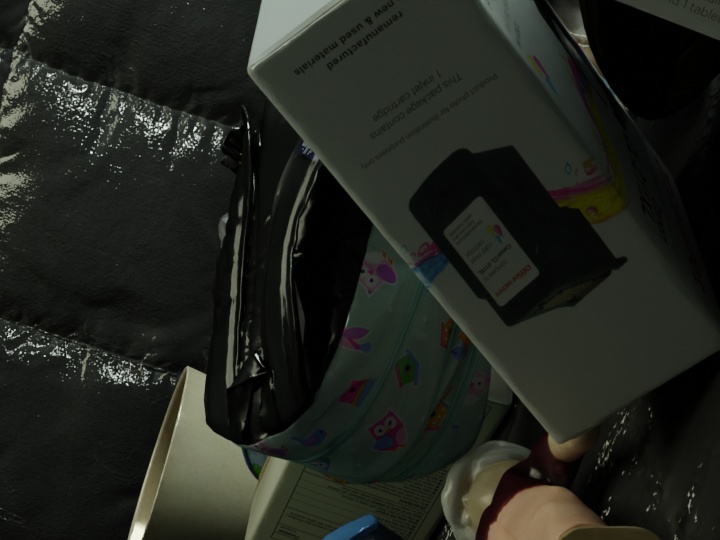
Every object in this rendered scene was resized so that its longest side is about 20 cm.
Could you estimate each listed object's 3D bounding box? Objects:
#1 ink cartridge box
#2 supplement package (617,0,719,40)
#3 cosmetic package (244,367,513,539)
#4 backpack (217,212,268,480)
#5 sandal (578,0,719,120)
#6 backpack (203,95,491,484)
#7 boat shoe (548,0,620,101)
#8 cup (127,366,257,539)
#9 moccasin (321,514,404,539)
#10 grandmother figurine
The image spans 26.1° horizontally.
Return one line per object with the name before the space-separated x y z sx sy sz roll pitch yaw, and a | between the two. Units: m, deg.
ink cartridge box | 0.052 -0.055 0.617 0.082 0.200 0.146 -33 24 18
supplement package | 0.155 -0.182 0.519 0.110 0.113 0.202 -89 19 -66
cosmetic package | 0.008 0.102 0.918 0.071 0.104 0.201 -80 13 -48
backpack | -0.022 0.059 1.042 0.200 0.161 0.155 111 159 -62
sandal | 0.101 -0.151 0.633 0.081 0.200 0.055 -37 34 3
backpack | 0.000 0.000 0.756 0.167 0.125 0.202 -25 51 59
boat shoe | 0.081 -0.136 0.754 0.199 0.072 0.073 25 140 48
cup | -0.114 0.200 1.344 0.200 0.142 0.202 -163 90 -82
moccasin | 0.018 0.192 0.611 0.068 0.080 0.201 31 147 48
grandmother figurine | 0.072 0.117 0.655 0.122 0.060 0.200 -55 7 4
